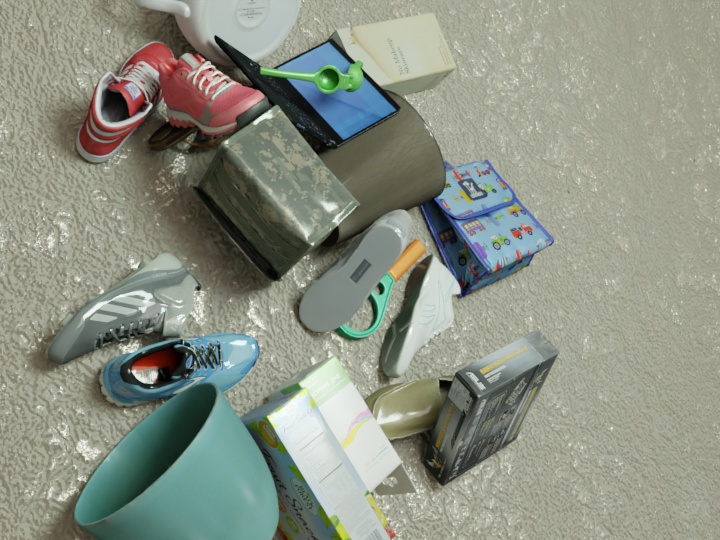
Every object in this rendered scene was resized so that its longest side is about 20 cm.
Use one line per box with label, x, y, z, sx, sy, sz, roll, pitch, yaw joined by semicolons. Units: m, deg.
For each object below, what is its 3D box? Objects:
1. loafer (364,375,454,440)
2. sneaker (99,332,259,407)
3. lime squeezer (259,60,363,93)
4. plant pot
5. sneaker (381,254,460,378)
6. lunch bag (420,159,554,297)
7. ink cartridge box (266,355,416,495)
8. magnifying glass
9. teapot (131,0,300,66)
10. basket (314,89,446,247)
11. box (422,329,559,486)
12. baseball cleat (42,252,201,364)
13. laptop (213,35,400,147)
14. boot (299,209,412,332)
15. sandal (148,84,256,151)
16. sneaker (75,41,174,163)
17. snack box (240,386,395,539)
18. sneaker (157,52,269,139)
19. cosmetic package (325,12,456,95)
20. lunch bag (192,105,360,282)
loafer;0.087;0.184;1.142;0.197;0.067;0.077;-15;81;-33
sneaker;-0.208;0.118;0.984;0.197;0.090;0.080;-12;80;-32
lime squeezer;-0.040;-0.263;1.079;0.071;0.038;0.198;46;39;21
plant pot;-0.185;0.253;0.900;0.162;0.199;0.201;52;57;-18
sneaker;0.094;0.074;1.181;0.080;0.070;0.202;36;60;-17
lunch bag;0.181;-0.085;1.283;0.149;0.094;0.202;-22;73;-31
ink cartridge box;-0.025;0.220;1.038;0.067;0.117;0.202;-33;91;-32
magnifying glass;0.030;0.022;1.189;0.080;0.022;0.200;50;57;-7
teapot;-0.190;-0.392;1.126;0.198;0.200;0.146;-49;59;3
basket;0.001;-0.132;1.161;0.199;0.135;0.182;-38;101;-29
box;0.176;0.190;1.118;0.157;0.202;0.048;-23;53;-33
baseball cleat;-0.272;0.059;0.971;0.106;0.070;0.200;41;58;6
laptop;-0.067;-0.263;1.100;0.178;0.103;0.199;49;13;25
boot;0.000;0.000;1.112;0.074;0.200;0.096;46;24;-2
sandal;-0.198;-0.202;1.113;0.199;0.081;0.055;-38;116;-39
sneaker;-0.286;-0.235;1.039;0.071;0.112;0.202;33;61;-16
snack box;-0.069;0.253;0.973;0.067;0.168;0.202;-34;92;-34
sneaker;-0.189;-0.215;0.975;0.074;0.198;0.088;-40;125;-28
cosmetic package;0.044;-0.331;1.280;0.198;0.073;0.105;-22;86;-34
lunch bag;-0.121;-0.080;1.034;0.165;0.200;0.117;49;58;-2
